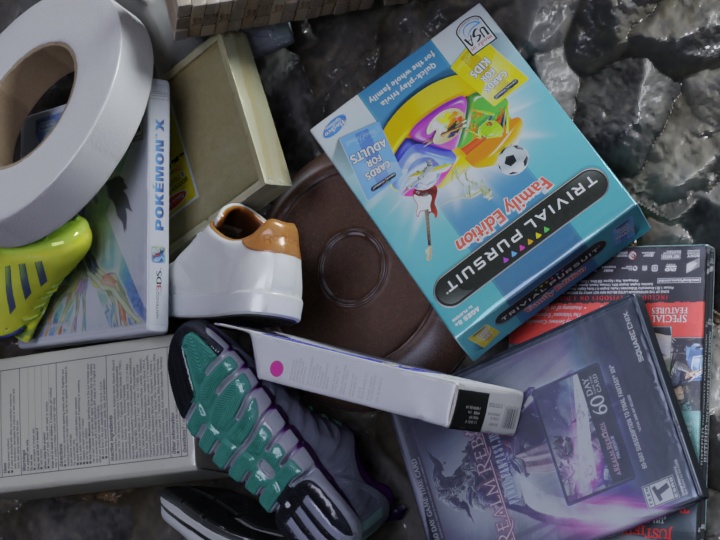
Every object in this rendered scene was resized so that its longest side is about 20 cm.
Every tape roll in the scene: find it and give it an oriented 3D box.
[{"bbox_3d":[-0.233,-0.112,1.585,0.202,0.037,0.204,-26,48,32],"label":"tape roll"}]

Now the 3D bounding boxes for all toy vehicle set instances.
[{"bbox_3d":[-0.138,-0.075,1.608,0.200,0.026,0.125,-32,67,40],"label":"toy vehicle set"}]

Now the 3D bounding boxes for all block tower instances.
[{"bbox_3d":[-0.050,-0.212,1.549,0.198,0.054,0.058,-9,72,-13],"label":"block tower"}]

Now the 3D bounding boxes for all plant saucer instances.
[{"bbox_3d":[0.000,0.000,1.556,0.199,0.032,0.202,-5,78,26],"label":"plant saucer"}]

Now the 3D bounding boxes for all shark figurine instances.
[{"bbox_3d":[-0.196,-0.215,1.667,0.213,0.089,0.129,26,92,27],"label":"shark figurine"}]

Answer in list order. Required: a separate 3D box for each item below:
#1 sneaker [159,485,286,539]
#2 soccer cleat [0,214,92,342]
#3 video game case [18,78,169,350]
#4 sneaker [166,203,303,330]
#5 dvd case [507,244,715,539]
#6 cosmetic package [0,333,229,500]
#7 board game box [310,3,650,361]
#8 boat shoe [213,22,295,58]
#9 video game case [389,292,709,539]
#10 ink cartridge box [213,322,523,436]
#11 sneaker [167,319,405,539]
[{"bbox_3d":[-0.084,0.235,1.533,0.200,0.075,0.116,27,106,40],"label":"sneaker"},{"bbox_3d":[-0.253,0.009,1.634,0.199,0.065,0.084,-21,100,47],"label":"soccer cleat"},{"bbox_3d":[-0.202,-0.038,1.620,0.199,0.022,0.184,-8,80,53],"label":"video game case"},{"bbox_3d":[-0.099,-0.002,1.559,0.199,0.072,0.085,-5,78,54],"label":"sneaker"},{"bbox_3d":[0.165,0.084,1.458,0.145,0.022,0.202,-2,79,28],"label":"dvd case"},{"bbox_3d":[-0.190,0.111,1.612,0.199,0.073,0.104,-8,78,27],"label":"cosmetic package"},{"bbox_3d":[0.079,-0.063,1.487,0.151,0.047,0.200,-37,61,3],"label":"board game box"},{"bbox_3d":[-0.084,-0.253,1.632,0.071,0.070,0.202,-10,74,5],"label":"boat shoe"},{"bbox_3d":[0.122,0.119,1.452,0.199,0.019,0.144,-25,70,24],"label":"video game case"},{"bbox_3d":[0.002,0.072,1.464,0.199,0.094,0.037,15,92,32],"label":"ink cartridge box"},{"bbox_3d":[-0.054,0.114,1.525,0.200,0.087,0.074,53,128,14],"label":"sneaker"}]
